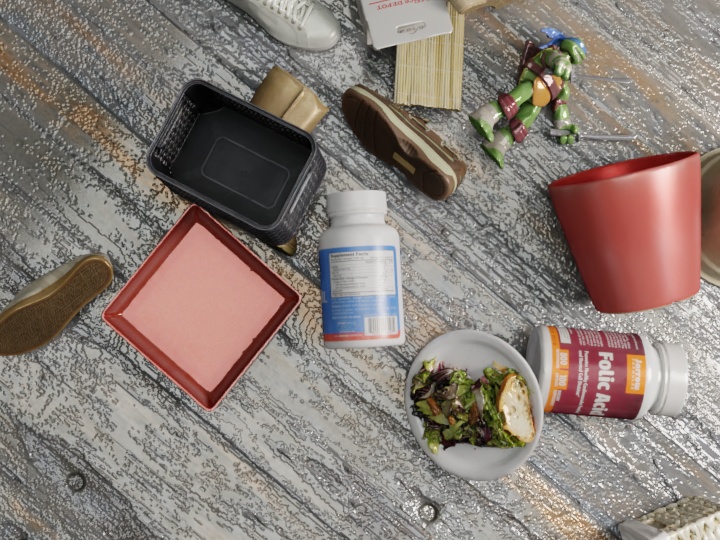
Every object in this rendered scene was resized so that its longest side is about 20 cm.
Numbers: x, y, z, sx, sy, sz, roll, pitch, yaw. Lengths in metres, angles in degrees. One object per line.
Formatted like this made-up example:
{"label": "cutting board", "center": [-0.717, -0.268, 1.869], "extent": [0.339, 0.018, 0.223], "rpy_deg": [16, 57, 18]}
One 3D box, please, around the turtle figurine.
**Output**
{"label": "turtle figurine", "center": [0.255, -0.214, 1.423], "extent": [0.193, 0.144, 0.201], "rpy_deg": [-38, 86, 0]}

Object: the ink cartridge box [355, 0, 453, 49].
{"label": "ink cartridge box", "center": [0.048, -0.382, 1.436], "extent": [0.113, 0.068, 0.204], "rpy_deg": [-12, 73, -3]}

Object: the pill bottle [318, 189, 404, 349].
{"label": "pill bottle", "center": [0.000, 0.000, 1.414], "extent": [0.110, 0.112, 0.205], "rpy_deg": [-3, 86, -3]}

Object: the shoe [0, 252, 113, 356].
{"label": "shoe", "center": [-0.414, 0.042, 1.426], "extent": [0.198, 0.054, 0.070], "rpy_deg": [-35, 121, 0]}

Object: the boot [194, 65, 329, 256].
{"label": "boot", "center": [-0.107, -0.147, 1.440], "extent": [0.174, 0.066, 0.201], "rpy_deg": [36, 85, -1]}

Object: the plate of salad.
{"label": "plate of salad", "center": [0.143, 0.180, 1.405], "extent": [0.196, 0.048, 0.205], "rpy_deg": [5, 100, 27]}

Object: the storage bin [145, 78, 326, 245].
{"label": "storage bin", "center": [-0.157, -0.137, 1.368], "extent": [0.197, 0.094, 0.137], "rpy_deg": [27, 83, 10]}

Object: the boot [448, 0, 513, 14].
{"label": "boot", "center": [0.154, -0.435, 1.423], "extent": [0.199, 0.072, 0.169], "rpy_deg": [-25, 89, -45]}

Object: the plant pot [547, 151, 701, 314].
{"label": "plant pot", "center": [0.361, -0.048, 1.404], "extent": [0.196, 0.200, 0.181], "rpy_deg": [-14, 97, -3]}

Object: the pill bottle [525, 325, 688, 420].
{"label": "pill bottle", "center": [0.324, 0.138, 1.420], "extent": [0.196, 0.114, 0.117], "rpy_deg": [5, 87, -2]}

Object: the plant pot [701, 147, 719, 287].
{"label": "plant pot", "center": [0.534, -0.078, 1.408], "extent": [0.196, 0.183, 0.205], "rpy_deg": [0, 87, -3]}

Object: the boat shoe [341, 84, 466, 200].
{"label": "boat shoe", "center": [0.062, -0.182, 1.457], "extent": [0.202, 0.075, 0.075], "rpy_deg": [46, 52, 6]}

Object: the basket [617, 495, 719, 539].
{"label": "basket", "center": [0.446, 0.409, 1.403], "extent": [0.122, 0.136, 0.203], "rpy_deg": [-24, 89, -6]}

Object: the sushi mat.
{"label": "sushi mat", "center": [0.096, -0.315, 1.461], "extent": [0.094, 0.012, 0.204], "rpy_deg": [4, 73, -2]}

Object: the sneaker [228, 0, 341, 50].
{"label": "sneaker", "center": [-0.117, -0.363, 1.442], "extent": [0.197, 0.085, 0.074], "rpy_deg": [27, 84, -3]}

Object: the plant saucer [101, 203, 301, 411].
{"label": "plant saucer", "center": [-0.212, 0.049, 1.438], "extent": [0.199, 0.037, 0.201], "rpy_deg": [40, 87, 0]}
